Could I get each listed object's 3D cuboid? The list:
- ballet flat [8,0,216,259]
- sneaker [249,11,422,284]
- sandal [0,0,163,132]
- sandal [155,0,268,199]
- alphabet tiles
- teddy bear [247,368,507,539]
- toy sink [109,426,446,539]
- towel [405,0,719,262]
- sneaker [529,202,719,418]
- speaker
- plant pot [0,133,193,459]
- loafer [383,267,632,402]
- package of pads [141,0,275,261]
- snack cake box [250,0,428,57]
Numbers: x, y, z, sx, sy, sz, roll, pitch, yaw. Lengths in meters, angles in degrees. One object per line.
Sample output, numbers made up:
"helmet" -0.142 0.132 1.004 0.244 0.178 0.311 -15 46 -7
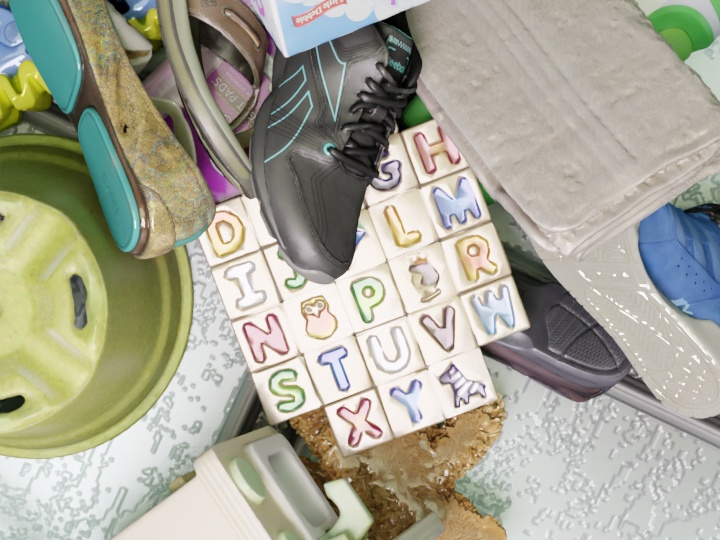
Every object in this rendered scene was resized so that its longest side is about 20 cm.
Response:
"ballet flat" -0.137 -0.099 1.132 0.070 0.071 0.201 -26 72 0
"sneaker" -0.012 -0.094 1.101 0.079 0.075 0.202 -8 74 32
"sandal" -0.168 -0.156 1.203 0.199 0.079 0.088 -25 89 -2
"sandal" -0.084 -0.139 1.125 0.057 0.080 0.203 -15 85 -3
"alphabet tiles" 0.000 0.000 1.170 0.165 0.006 0.202 -20 98 5
"teddy bear" 0.014 0.108 1.227 0.200 0.067 0.145 44 81 4
"toy sink" -0.070 0.163 1.138 0.199 0.130 0.112 -36 84 12
"towel" 0.108 -0.107 1.128 0.132 0.035 0.201 -31 65 -8
"sneaker" 0.173 -0.021 1.197 0.076 0.111 0.200 -29 103 41
"speaker" 0.123 -0.122 1.201 0.199 0.088 0.089 -37 92 0
"plant pot" -0.200 0.020 1.152 0.198 0.184 0.203 0 92 -2
"loafer" 0.068 0.022 1.221 0.199 0.063 0.072 29 57 1
"package of pads" -0.045 -0.115 1.205 0.121 0.076 0.200 45 91 -2
"snack cake box" -0.022 -0.204 1.089 0.114 0.200 0.068 -21 125 -6
